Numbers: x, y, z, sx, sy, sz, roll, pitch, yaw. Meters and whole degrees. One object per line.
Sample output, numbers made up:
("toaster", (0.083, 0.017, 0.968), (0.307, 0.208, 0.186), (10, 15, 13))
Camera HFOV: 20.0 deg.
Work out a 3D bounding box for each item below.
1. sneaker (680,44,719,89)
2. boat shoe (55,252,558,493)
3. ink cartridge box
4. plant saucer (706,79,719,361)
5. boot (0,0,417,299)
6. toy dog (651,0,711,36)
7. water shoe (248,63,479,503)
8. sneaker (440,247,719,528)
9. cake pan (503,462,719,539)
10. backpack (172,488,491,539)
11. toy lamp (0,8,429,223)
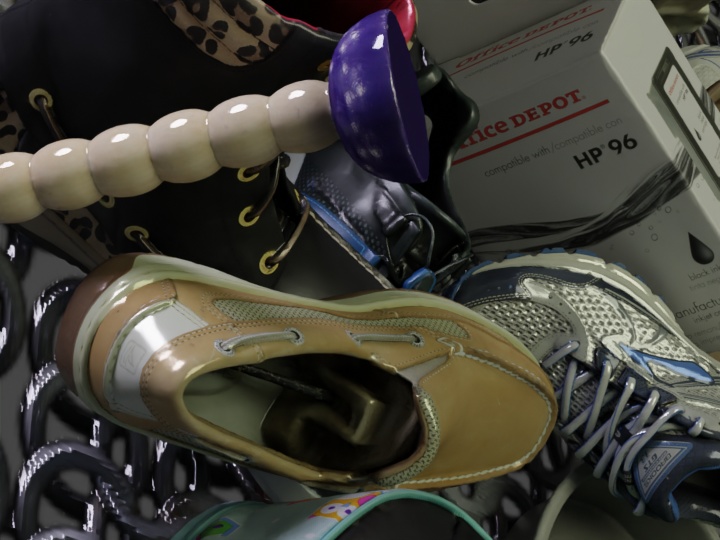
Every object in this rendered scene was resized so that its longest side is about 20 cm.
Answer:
("sneaker", (0.232, -0.107, 1.148), (0.200, 0.088, 0.075), (-34, 104, -52))
("boat shoe", (0.000, 0.046, 0.654), (0.200, 0.076, 0.072), (8, 104, -42))
("ink cartridge box", (0.098, -0.050, 0.919), (0.200, 0.116, 0.068), (54, 37, -21))
("plant saucer", (0.206, -0.006, 1.069), (0.200, 0.029, 0.201), (-1, 92, -42))
("boot", (-0.032, -0.042, 0.681), (0.200, 0.151, 0.073), (37, 43, -14))
("toy dog", (0.115, -0.230, 1.035), (0.193, 0.140, 0.201), (-5, 77, -16))
("water shoe", (0.000, 0.000, 0.797), (0.071, 0.079, 0.200), (36, 48, -38))
("sneaker", (0.123, 0.060, 0.880), (0.200, 0.077, 0.085), (26, 28, -13))
("cake pan", (0.119, 0.183, 0.903), (0.200, 0.037, 0.201), (27, 53, -43))
("backpack", (-0.026, 0.165, 0.620), (0.200, 0.153, 0.176), (-41, 109, -40))
("toy lamp", (-0.081, -0.029, 0.606), (0.058, 0.199, 0.058), (-10, 90, -79))
